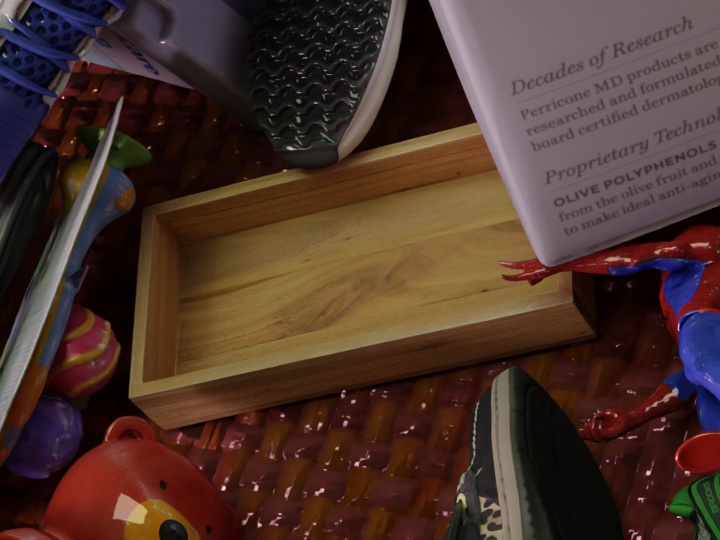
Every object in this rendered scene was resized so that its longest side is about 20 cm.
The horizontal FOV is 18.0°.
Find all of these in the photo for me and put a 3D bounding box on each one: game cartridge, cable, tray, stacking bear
[{"bbox_3d":[-0.047,-0.173,1.035,0.042,0.133,0.200,5,72,30],"label":"game cartridge"},{"bbox_3d":[-0.183,0.032,0.957,0.050,0.097,0.200,14,82,10],"label":"cable"},{"bbox_3d":[0.000,0.000,0.968,0.200,0.037,0.099,-14,55,21],"label":"tray"},{"bbox_3d":[-0.130,0.150,0.896,0.200,0.121,0.114,-48,9,-21],"label":"stacking bear"}]

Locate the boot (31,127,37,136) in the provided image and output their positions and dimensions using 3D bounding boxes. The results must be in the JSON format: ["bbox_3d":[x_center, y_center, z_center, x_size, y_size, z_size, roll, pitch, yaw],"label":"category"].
[{"bbox_3d":[-0.223,-0.083,1.078,0.200,0.072,0.166,-11,18,16],"label":"boot"}]

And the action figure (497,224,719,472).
[{"bbox_3d":[0.104,0.040,0.832,0.099,0.065,0.200,-14,23,12],"label":"action figure"}]

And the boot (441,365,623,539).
[{"bbox_3d":[0.022,0.134,0.840,0.151,0.073,0.200,-33,33,22],"label":"boot"}]

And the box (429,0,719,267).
[{"bbox_3d":[0.116,-0.150,0.878,0.200,0.171,0.199,-22,39,5],"label":"box"}]

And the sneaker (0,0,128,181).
[{"bbox_3d":[-0.118,-0.128,0.925,0.115,0.081,0.199,16,78,44],"label":"sneaker"}]

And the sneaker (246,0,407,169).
[{"bbox_3d":[0.007,-0.132,1.016,0.070,0.093,0.200,-5,70,29],"label":"sneaker"}]

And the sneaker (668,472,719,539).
[{"bbox_3d":[0.137,0.155,0.780,0.085,0.078,0.200,-11,47,30],"label":"sneaker"}]

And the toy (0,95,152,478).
[{"bbox_3d":[-0.130,0.034,0.987,0.047,0.115,0.200,19,73,-12],"label":"toy"}]

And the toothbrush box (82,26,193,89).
[{"bbox_3d":[-0.138,-0.188,1.129,0.200,0.085,0.146,19,71,34],"label":"toothbrush box"}]
